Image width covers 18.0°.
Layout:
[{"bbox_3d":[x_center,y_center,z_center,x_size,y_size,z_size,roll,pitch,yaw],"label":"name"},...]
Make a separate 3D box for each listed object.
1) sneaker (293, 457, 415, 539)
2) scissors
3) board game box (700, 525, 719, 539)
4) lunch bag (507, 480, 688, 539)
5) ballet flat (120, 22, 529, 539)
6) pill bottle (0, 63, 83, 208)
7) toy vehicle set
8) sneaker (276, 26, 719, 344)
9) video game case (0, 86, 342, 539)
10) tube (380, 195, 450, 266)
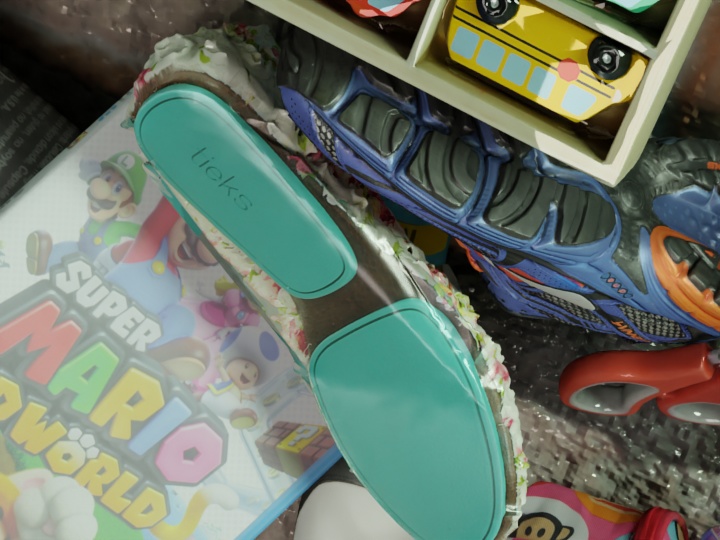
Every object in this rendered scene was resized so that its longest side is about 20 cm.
[{"bbox_3d":[-0.004,0.150,0.908,0.073,0.080,0.201,19,131,13],"label":"sneaker"},{"bbox_3d":[0.113,0.029,0.721,0.073,0.014,0.200,11,168,-5],"label":"scissors"},{"bbox_3d":[0.161,0.192,0.817,0.158,0.039,0.201,43,155,56],"label":"board game box"},{"bbox_3d":[0.066,0.198,0.827,0.081,0.200,0.177,10,133,21],"label":"lunch bag"},{"bbox_3d":[0.000,0.000,0.741,0.075,0.064,0.201,-22,111,31],"label":"ballet flat"},{"bbox_3d":[-0.130,-0.003,0.821,0.200,0.113,0.113,41,133,-8],"label":"pill bottle"},{"bbox_3d":[0.011,-0.124,0.628,0.199,0.027,0.125,28,117,13],"label":"toy vehicle set"},{"bbox_3d":[0.052,-0.019,0.716,0.199,0.076,0.078,28,146,-27],"label":"sneaker"},{"bbox_3d":[-0.085,0.042,0.765,0.143,0.200,0.018,49,173,-16],"label":"video game case"},{"bbox_3d":[0.012,-0.058,0.757,0.077,0.050,0.201,34,140,16],"label":"tube"}]
